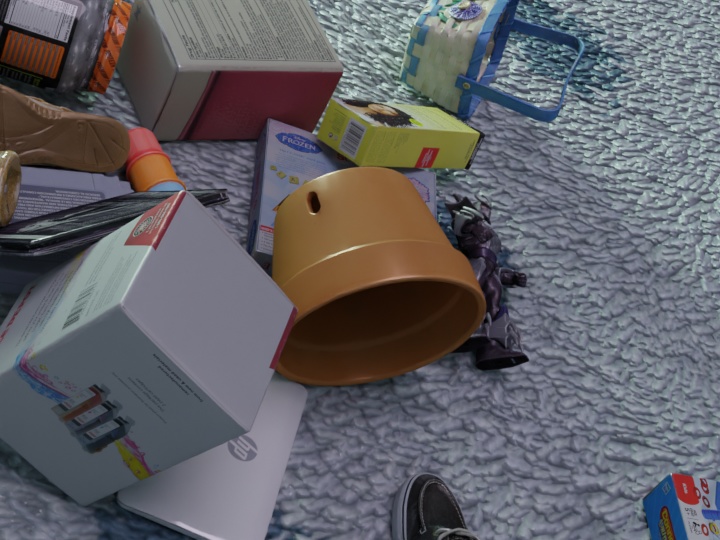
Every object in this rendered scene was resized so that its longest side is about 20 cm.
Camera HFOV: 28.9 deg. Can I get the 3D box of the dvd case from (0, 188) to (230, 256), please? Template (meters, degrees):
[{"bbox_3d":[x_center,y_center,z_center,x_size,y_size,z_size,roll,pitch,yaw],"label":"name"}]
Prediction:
[{"bbox_3d":[-0.234,-0.042,1.206,0.200,0.148,0.016,-18,104,-41],"label":"dvd case"}]

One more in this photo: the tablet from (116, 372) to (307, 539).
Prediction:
[{"bbox_3d":[-0.124,0.149,1.218,0.130,0.014,0.200,25,43,-8],"label":"tablet"}]

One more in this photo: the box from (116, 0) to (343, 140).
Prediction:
[{"bbox_3d":[-0.140,-0.219,1.483,0.199,0.109,0.128,-4,53,-33],"label":"box"}]

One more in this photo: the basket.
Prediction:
[{"bbox_3d":[0.159,-0.257,1.671,0.199,0.139,0.177,22,41,4],"label":"basket"}]

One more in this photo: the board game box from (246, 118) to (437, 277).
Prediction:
[{"bbox_3d":[-0.016,-0.051,1.448,0.199,0.041,0.200,18,44,-15],"label":"board game box"}]

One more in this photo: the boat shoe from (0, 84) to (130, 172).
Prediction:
[{"bbox_3d":[-0.323,-0.131,1.327,0.199,0.069,0.074,15,84,-28],"label":"boat shoe"}]

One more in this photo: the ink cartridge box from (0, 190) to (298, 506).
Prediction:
[{"bbox_3d":[-0.181,0.065,1.100,0.145,0.200,0.146,48,37,-24],"label":"ink cartridge box"}]

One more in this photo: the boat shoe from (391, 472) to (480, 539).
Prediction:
[{"bbox_3d":[0.079,0.252,1.195,0.072,0.071,0.200,9,46,-23],"label":"boat shoe"}]

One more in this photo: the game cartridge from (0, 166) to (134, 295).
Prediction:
[{"bbox_3d":[-0.298,-0.037,1.276,0.199,0.042,0.134,4,53,-27],"label":"game cartridge"}]

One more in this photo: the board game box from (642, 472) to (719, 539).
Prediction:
[{"bbox_3d":[0.385,0.305,1.337,0.195,0.056,0.201,12,46,-20],"label":"board game box"}]

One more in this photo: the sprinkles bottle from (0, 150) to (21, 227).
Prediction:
[{"bbox_3d":[-0.397,-0.084,1.199,0.199,0.068,0.068,9,44,0],"label":"sprinkles bottle"}]

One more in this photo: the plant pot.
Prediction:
[{"bbox_3d":[0.000,0.000,1.280,0.199,0.200,0.140,1,58,-29],"label":"plant pot"}]

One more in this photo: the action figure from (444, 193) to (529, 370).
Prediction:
[{"bbox_3d":[0.129,0.003,1.448,0.130,0.069,0.201,39,42,-41],"label":"action figure"}]

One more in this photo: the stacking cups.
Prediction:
[{"bbox_3d":[-0.182,-0.055,1.350,0.060,0.061,0.200,-3,49,-32],"label":"stacking cups"}]

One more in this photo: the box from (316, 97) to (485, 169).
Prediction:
[{"bbox_3d":[0.047,-0.147,1.520,0.075,0.050,0.200,35,22,31],"label":"box"}]

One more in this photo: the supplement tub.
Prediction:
[{"bbox_3d":[-0.337,-0.251,1.390,0.199,0.123,0.123,17,44,-16],"label":"supplement tub"}]
